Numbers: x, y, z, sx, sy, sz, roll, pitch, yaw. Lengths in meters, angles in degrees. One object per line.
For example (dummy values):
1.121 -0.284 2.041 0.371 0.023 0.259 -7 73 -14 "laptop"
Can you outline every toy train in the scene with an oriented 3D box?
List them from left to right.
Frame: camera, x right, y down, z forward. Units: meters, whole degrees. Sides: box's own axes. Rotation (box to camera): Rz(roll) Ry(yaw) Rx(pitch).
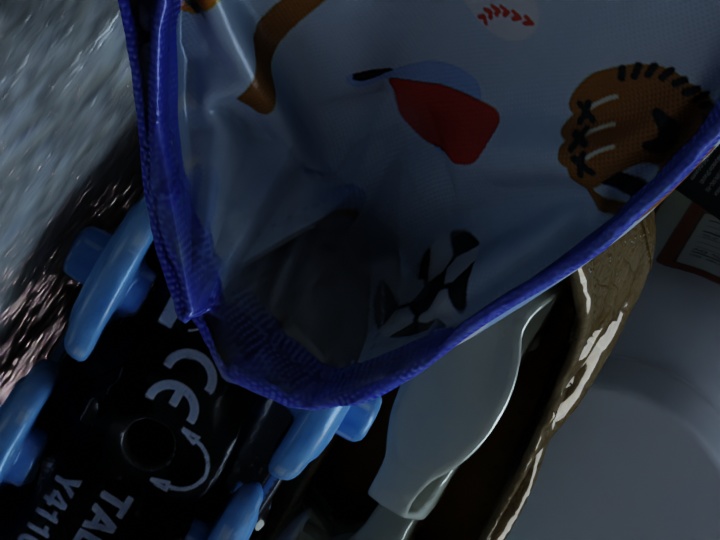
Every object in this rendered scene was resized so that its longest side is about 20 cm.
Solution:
-0.057 0.048 0.627 0.201 0.086 0.114 -59 -176 17 "toy train"

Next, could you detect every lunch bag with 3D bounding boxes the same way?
0.040 -0.089 0.398 0.201 0.123 0.170 -67 171 28 "lunch bag"

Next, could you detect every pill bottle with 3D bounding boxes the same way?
0.093 0.041 0.757 0.112 0.112 0.200 -57 175 25 "pill bottle"

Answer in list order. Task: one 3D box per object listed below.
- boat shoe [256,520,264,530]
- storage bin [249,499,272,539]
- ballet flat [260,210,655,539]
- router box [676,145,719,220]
-0.081 0.098 0.963 0.061 0.073 0.200 -9 168 -14 "boat shoe"
0.000 0.000 0.781 0.200 0.094 0.135 -51 174 -36 "storage bin"
0.014 0.056 0.632 0.201 0.068 0.072 -60 171 23 "ballet flat"
0.118 -0.125 0.708 0.200 0.157 0.052 -54 176 -21 "router box"
